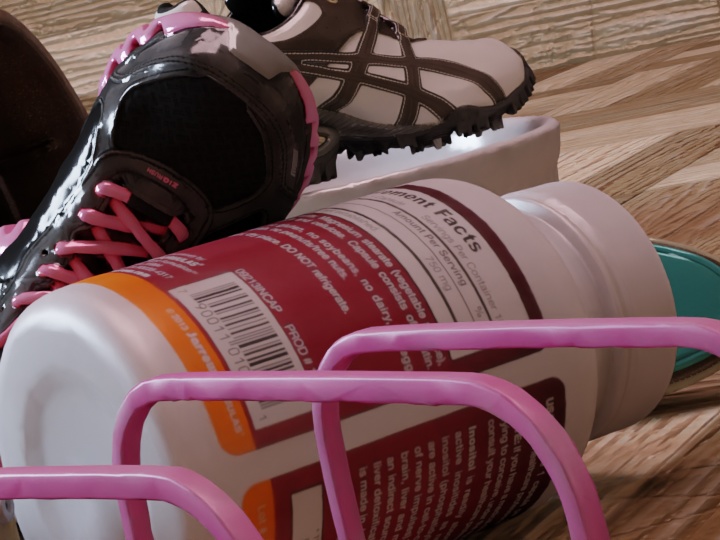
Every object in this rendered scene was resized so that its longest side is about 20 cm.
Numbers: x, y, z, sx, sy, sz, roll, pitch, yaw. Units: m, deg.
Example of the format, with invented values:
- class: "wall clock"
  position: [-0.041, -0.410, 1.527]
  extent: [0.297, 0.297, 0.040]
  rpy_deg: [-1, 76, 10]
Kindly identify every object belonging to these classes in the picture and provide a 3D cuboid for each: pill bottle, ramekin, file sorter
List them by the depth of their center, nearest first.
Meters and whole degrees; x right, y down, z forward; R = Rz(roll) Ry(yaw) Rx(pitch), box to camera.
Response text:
- class: "file sorter"
  position: [-0.033, 0.088, 0.385]
  extent: [0.200, 0.126, 0.139]
  rpy_deg: [-18, 8, -35]
- class: "pill bottle"
  position: [-0.002, 0.036, 0.801]
  extent: [0.200, 0.113, 0.113]
  rpy_deg: [-17, 8, -35]
- class: "ramekin"
  position: [0.000, 0.000, 1.153]
  extent: [0.200, 0.098, 0.200]
  rpy_deg: [-13, 8, 2]

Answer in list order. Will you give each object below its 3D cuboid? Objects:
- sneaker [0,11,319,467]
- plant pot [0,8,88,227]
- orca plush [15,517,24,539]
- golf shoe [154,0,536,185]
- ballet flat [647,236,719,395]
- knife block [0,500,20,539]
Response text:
- class: "sneaker"
  position: [-0.083, 0.002, 0.831]
  extent: [0.200, 0.079, 0.095]
  rpy_deg: [-49, 10, 41]
- class: "plant pot"
  position: [-0.215, 0.011, 1.133]
  extent: [0.198, 0.201, 0.200]
  rpy_deg: [-19, 6, 11]
- class: "orca plush"
  position: [-0.049, 0.056, 0.901]
  extent: [0.199, 0.071, 0.105]
  rpy_deg: [-12, 7, 4]
- class: "golf shoe"
  position: [-0.004, -0.090, 1.099]
  extent: [0.200, 0.095, 0.078]
  rpy_deg: [-17, 7, -42]
- class: "ballet flat"
  position: [0.047, 0.029, 0.973]
  extent: [0.199, 0.070, 0.069]
  rpy_deg: [-5, 8, 6]
- class: "knife block"
  position: [-0.187, 0.113, 0.738]
  extent: [0.175, 0.064, 0.200]
  rpy_deg: [-12, 7, 14]
